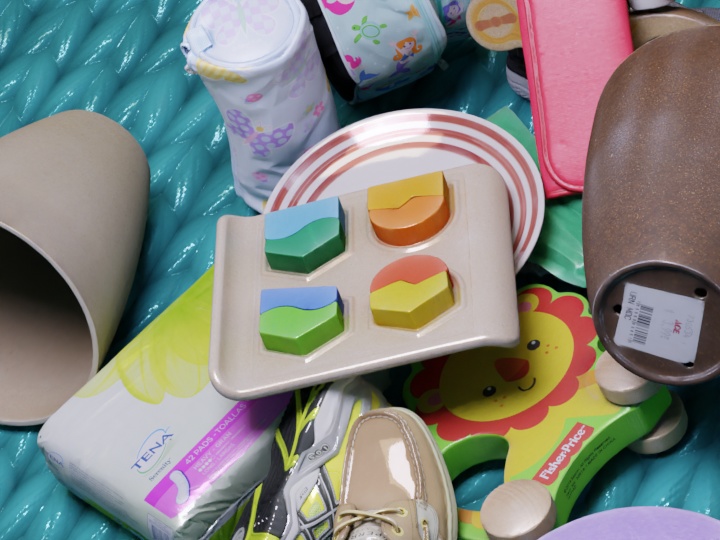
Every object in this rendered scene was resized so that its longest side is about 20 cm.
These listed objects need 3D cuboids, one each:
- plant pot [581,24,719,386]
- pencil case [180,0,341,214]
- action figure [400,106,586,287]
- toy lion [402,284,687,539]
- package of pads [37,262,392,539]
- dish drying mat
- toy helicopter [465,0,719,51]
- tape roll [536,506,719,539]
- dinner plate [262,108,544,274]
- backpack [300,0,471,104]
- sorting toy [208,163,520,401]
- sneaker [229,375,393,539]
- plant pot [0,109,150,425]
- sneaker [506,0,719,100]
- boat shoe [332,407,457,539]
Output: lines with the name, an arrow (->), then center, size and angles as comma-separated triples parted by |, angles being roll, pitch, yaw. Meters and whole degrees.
plant pot -> 0.212, -0.023, 1.628 | 0.187, 0.187, 0.200 | 1, 35, 22
pencil case -> -0.064, -0.118, 1.847 | 0.091, 0.200, 0.083 | -37, 58, -11
action figure -> 0.127, -0.034, 1.798 | 0.118, 0.055, 0.200 | -40, 49, -18
toy lion -> 0.099, 0.096, 1.690 | 0.191, 0.069, 0.200 | 18, 58, 41
package of pads -> -0.102, 0.093, 1.757 | 0.154, 0.068, 0.200 | 28, 63, 37
dish drying mat -> 0.147, -0.152, 1.765 | 0.077, 0.018, 0.200 | -9, 87, 17
toy helicopter -> 0.171, -0.162, 1.803 | 0.200, 0.132, 0.079 | 18, 33, 10
tape roll -> 0.163, 0.241, 1.510 | 0.200, 0.085, 0.200 | -10, 47, 11
dinner plate -> 0.029, -0.030, 1.776 | 0.200, 0.024, 0.200 | -7, 51, 9
backpack -> 0.006, -0.218, 1.888 | 0.150, 0.200, 0.178 | -23, 88, 5
sorting toy -> 0.000, 0.000, 1.700 | 0.200, 0.037, 0.185 | -10, 38, 7
sneaker -> -0.031, 0.160, 1.661 | 0.200, 0.076, 0.075 | -65, 18, -11
plant pot -> -0.231, -0.025, 1.857 | 0.187, 0.188, 0.200 | 3, 37, 23
sneaker -> 0.192, -0.184, 1.865 | 0.200, 0.114, 0.076 | -5, 40, 18
boat shoe -> 0.017, 0.175, 1.590 | 0.074, 0.066, 0.200 | -14, 68, 22
